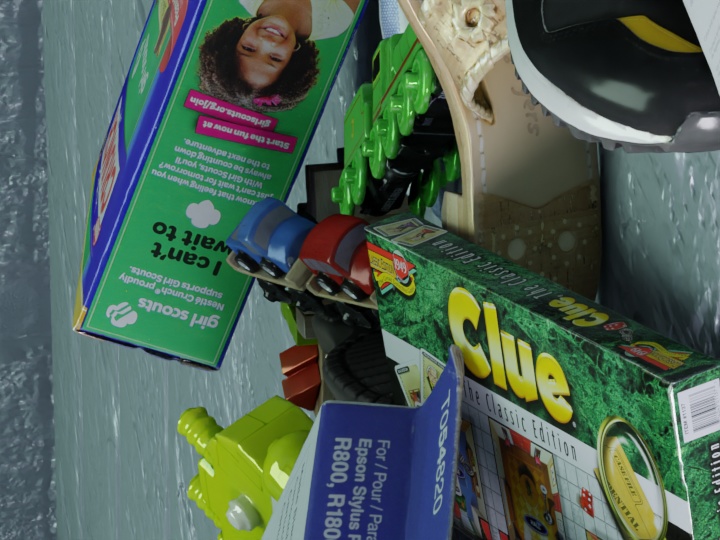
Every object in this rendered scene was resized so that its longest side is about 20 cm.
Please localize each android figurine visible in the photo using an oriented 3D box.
[{"bbox_3d":[-0.005,0.129,1.156,0.200,0.041,0.182,43,155,29],"label":"android figurine"}]

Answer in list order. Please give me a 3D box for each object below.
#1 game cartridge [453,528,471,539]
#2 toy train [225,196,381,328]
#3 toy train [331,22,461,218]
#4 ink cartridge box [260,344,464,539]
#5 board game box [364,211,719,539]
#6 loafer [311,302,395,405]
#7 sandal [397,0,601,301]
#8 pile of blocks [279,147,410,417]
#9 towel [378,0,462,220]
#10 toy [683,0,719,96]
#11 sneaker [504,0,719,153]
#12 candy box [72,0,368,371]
[{"bbox_3d":[0.026,0.133,1.284,0.200,0.040,0.134,-117,21,-64],"label":"game cartridge"},{"bbox_3d":[0.000,0.000,1.138,0.034,0.046,0.200,-54,28,-13],"label":"toy train"},{"bbox_3d":[0.022,-0.063,1.094,0.200,0.042,0.057,126,145,-74],"label":"toy train"},{"bbox_3d":[-0.016,0.151,0.967,0.200,0.040,0.200,115,165,-55],"label":"ink cartridge box"},{"bbox_3d":[0.060,0.053,0.925,0.200,0.023,0.105,28,129,61],"label":"board game box"},{"bbox_3d":[0.025,0.054,1.175,0.200,0.073,0.071,-108,5,-80],"label":"loafer"},{"bbox_3d":[0.060,-0.072,0.957,0.070,0.077,0.213,16,118,58],"label":"sandal"},{"bbox_3d":[-0.017,-0.006,1.375,0.200,0.062,0.082,96,165,-44],"label":"pile of blocks"},{"bbox_3d":[0.036,-0.083,1.160,0.200,0.024,0.147,-133,38,-73],"label":"towel"},{"bbox_3d":[0.096,-0.137,0.735,0.115,0.047,0.201,107,155,-56],"label":"toy"},{"bbox_3d":[0.071,-0.110,0.817,0.200,0.070,0.090,-107,12,-56],"label":"sneaker"},{"bbox_3d":[-0.065,-0.082,1.342,0.169,0.077,0.201,-96,25,-63],"label":"candy box"}]
